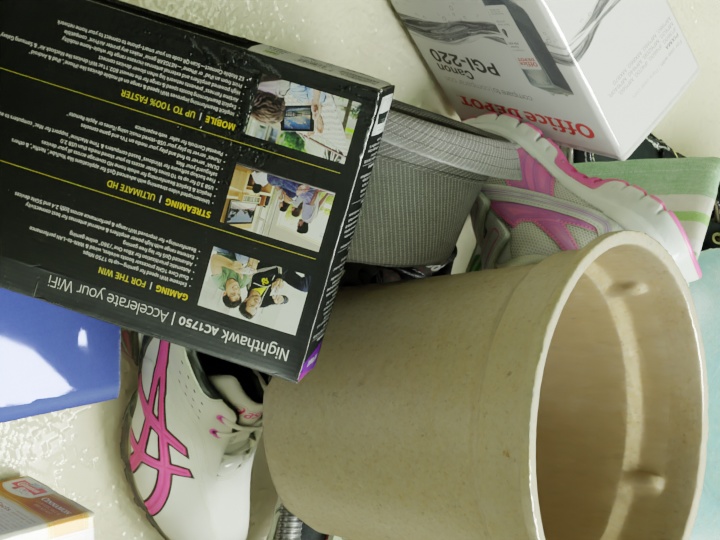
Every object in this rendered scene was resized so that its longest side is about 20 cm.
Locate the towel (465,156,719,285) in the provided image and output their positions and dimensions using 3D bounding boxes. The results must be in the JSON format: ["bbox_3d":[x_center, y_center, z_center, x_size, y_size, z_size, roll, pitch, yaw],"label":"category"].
[{"bbox_3d":[0.124,0.016,1.307,0.023,0.152,0.201,57,42,-42],"label":"towel"}]

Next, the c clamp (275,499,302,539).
[{"bbox_3d":[-0.024,0.113,1.223,0.171,0.027,0.201,5,88,-57],"label":"c clamp"}]

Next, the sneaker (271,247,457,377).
[{"bbox_3d":[0.000,0.000,1.272,0.071,0.098,0.201,36,80,-43],"label":"sneaker"}]

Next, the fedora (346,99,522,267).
[{"bbox_3d":[-0.017,-0.056,1.177,0.199,0.177,0.091,19,97,-1],"label":"fedora"}]

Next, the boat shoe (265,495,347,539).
[{"bbox_3d":[-0.029,0.171,1.284,0.071,0.062,0.201,37,60,-45],"label":"boat shoe"}]

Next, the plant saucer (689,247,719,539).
[{"bbox_3d":[0.220,0.089,1.343,0.200,0.039,0.202,-12,107,-44],"label":"plant saucer"}]

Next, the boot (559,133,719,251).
[{"bbox_3d":[0.232,-0.037,1.419,0.203,0.153,0.074,42,70,-42],"label":"boot"}]

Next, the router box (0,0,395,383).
[{"bbox_3d":[-0.099,-0.047,1.075,0.051,0.199,0.150,-42,149,-79],"label":"router box"}]

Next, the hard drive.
[{"bbox_3d":[-0.213,0.019,1.142,0.199,0.025,0.133,-11,110,-38],"label":"hard drive"}]

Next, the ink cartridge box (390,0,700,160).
[{"bbox_3d":[0.086,-0.169,1.260,0.085,0.145,0.200,-50,129,-19],"label":"ink cartridge box"}]

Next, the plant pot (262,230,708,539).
[{"bbox_3d":[0.057,0.079,1.152,0.200,0.183,0.202,-3,94,-57],"label":"plant pot"}]

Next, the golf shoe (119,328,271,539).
[{"bbox_3d":[-0.087,0.080,1.226,0.072,0.092,0.201,-25,120,-33],"label":"golf shoe"}]

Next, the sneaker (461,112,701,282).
[{"bbox_3d":[0.098,-0.023,1.281,0.088,0.200,0.082,-44,133,-15],"label":"sneaker"}]

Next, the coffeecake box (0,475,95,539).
[{"bbox_3d":[-0.238,0.207,1.146,0.199,0.073,0.154,-11,110,-38],"label":"coffeecake box"}]
